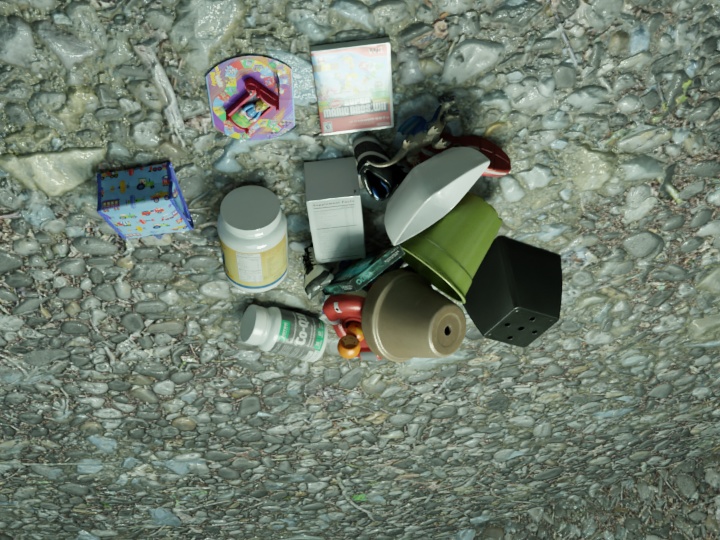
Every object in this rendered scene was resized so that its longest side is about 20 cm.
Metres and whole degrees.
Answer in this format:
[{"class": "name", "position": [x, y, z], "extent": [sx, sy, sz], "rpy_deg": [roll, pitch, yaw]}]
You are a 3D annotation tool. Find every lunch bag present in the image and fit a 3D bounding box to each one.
[{"class": "lunch bag", "position": [-0.434, -0.118, 1.661], "extent": [0.149, 0.095, 0.200], "rpy_deg": [-9, 152, -2]}]

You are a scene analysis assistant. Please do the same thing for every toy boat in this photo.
[{"class": "toy boat", "position": [-0.013, 0.138, 1.794], "extent": [0.129, 0.131, 0.201], "rpy_deg": [-7, 127, 30]}]

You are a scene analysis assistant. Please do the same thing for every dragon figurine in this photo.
[{"class": "dragon figurine", "position": [0.108, -0.254, 1.541], "extent": [0.199, 0.100, 0.059], "rpy_deg": [-31, 119, 16]}]

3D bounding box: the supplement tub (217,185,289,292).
[{"class": "supplement tub", "position": [-0.224, -0.065, 1.704], "extent": [0.143, 0.146, 0.201], "rpy_deg": [-3, 142, -5]}]

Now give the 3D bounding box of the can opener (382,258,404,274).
[{"class": "can opener", "position": [0.098, -0.038, 1.868], "extent": [0.066, 0.053, 0.200], "rpy_deg": [15, 138, -25]}]

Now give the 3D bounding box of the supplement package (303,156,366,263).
[{"class": "supplement package", "position": [-0.052, -0.123, 1.685], "extent": [0.113, 0.110, 0.201], "rpy_deg": [-6, 143, -1]}]

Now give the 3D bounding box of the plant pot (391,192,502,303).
[{"class": "plant pot", "position": [0.199, -0.066, 1.725], "extent": [0.190, 0.200, 0.200], "rpy_deg": [-52, 136, -5]}]

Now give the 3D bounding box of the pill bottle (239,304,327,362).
[{"class": "pill bottle", "position": [-0.191, 0.155, 2.019], "extent": [0.199, 0.114, 0.113], "rpy_deg": [16, 137, -29]}]

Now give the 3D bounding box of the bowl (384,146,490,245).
[{"class": "bowl", "position": [0.136, -0.154, 1.556], "extent": [0.199, 0.075, 0.200], "rpy_deg": [-30, 167, -35]}]

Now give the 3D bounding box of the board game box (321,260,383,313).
[{"class": "board game box", "position": [-0.009, 0.062, 1.948], "extent": [0.134, 0.035, 0.201], "rpy_deg": [23, 142, -2]}]

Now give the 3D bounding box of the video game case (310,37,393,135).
[{"class": "video game case", "position": [-0.012, -0.335, 1.495], "extent": [0.141, 0.018, 0.201], "rpy_deg": [-7, 142, 0]}]

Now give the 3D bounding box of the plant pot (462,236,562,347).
[{"class": "plant pot", "position": [0.366, 0.067, 1.947], "extent": [0.198, 0.179, 0.200], "rpy_deg": [16, 138, -27]}]

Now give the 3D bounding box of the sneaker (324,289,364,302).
[{"class": "sneaker", "position": [0.005, 0.097, 1.903], "extent": [0.199, 0.077, 0.081], "rpy_deg": [38, 148, -11]}]

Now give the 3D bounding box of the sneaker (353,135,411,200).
[{"class": "sneaker", "position": [0.055, -0.171, 1.627], "extent": [0.073, 0.113, 0.200], "rpy_deg": [-29, 138, 27]}]

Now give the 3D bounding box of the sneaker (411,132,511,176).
[{"class": "sneaker", "position": [0.198, -0.215, 1.655], "extent": [0.198, 0.079, 0.116], "rpy_deg": [17, 147, -10]}]

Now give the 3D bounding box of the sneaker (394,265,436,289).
[{"class": "sneaker", "position": [0.145, -0.013, 1.863], "extent": [0.199, 0.073, 0.112], "rpy_deg": [-6, 134, -50]}]

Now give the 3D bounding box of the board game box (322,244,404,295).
[{"class": "board game box", "position": [0.000, 0.000, 1.723], "extent": [0.135, 0.028, 0.200], "rpy_deg": [-38, -170, -20]}]

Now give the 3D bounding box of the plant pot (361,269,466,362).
[{"class": "plant pot", "position": [0.128, 0.107, 1.726], "extent": [0.200, 0.202, 0.174], "rpy_deg": [31, 168, -39]}]

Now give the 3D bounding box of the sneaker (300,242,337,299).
[{"class": "sneaker", "position": [-0.104, -0.002, 1.776], "extent": [0.074, 0.200, 0.080], "rpy_deg": [-38, 104, 12]}]

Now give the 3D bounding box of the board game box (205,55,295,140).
[{"class": "board game box", "position": [-0.199, -0.300, 1.489], "extent": [0.156, 0.039, 0.201], "rpy_deg": [-4, 142, -5]}]
